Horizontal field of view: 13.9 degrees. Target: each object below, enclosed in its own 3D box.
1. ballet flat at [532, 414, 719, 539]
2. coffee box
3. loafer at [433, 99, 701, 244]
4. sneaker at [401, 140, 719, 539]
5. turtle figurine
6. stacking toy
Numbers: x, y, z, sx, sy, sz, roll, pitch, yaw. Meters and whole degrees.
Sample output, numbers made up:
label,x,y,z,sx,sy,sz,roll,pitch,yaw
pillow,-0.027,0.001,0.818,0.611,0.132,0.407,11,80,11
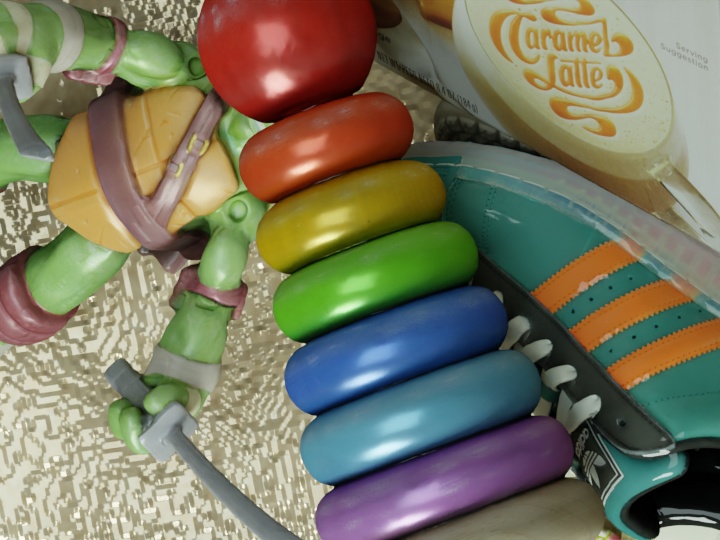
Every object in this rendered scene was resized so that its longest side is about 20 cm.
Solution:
label,x,y,z,sx,sy,sz,roll,pitch,yaw
ballet flat,0.079,0.063,0.969,0.200,0.064,0.076,25,107,12
coffee box,0.053,-0.105,0.886,0.200,0.080,0.114,32,149,30
loafer,0.123,-0.030,0.930,0.200,0.076,0.068,24,68,11
sneaker,0.078,0.031,0.910,0.200,0.071,0.080,28,65,15
turtle figurine,-0.105,-0.011,0.961,0.194,0.200,0.144,-16,137,38
stacking toy,0.000,0.000,0.882,0.085,0.085,0.200,-23,85,20
